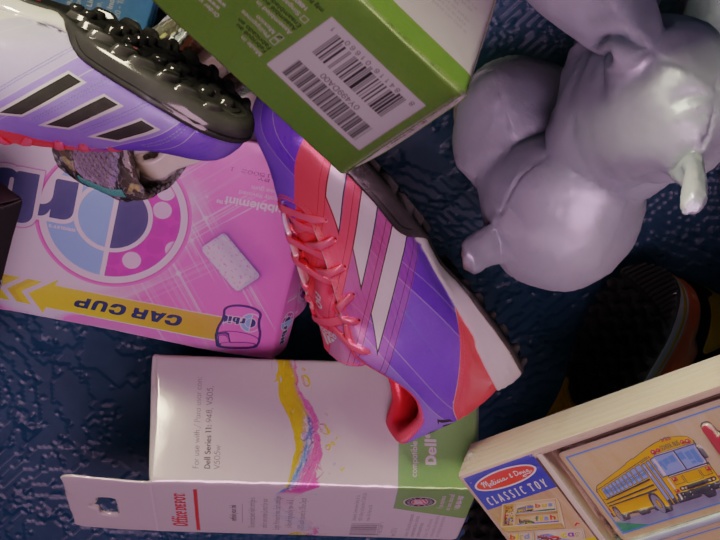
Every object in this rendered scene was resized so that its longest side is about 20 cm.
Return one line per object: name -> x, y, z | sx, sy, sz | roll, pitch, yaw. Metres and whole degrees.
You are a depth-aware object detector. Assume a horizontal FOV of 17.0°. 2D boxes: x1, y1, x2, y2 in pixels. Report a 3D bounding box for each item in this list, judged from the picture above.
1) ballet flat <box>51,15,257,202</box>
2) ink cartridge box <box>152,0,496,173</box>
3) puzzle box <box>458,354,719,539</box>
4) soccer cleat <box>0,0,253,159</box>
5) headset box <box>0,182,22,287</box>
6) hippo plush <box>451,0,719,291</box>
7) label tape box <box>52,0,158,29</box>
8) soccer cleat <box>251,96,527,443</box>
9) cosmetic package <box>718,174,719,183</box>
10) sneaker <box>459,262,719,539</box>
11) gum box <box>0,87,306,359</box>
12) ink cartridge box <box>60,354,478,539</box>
ballet flat -> -0.052, -0.106, 1.078 | 0.072, 0.072, 0.200 | 44, 82, -22
ink cartridge box -> -0.009, -0.164, 1.030 | 0.148, 0.200, 0.076 | 42, 129, -21
puzzle box -> 0.160, 0.105, 1.099 | 0.199, 0.025, 0.133 | -23, 115, 34
soccer cleat -> -0.139, -0.081, 1.018 | 0.199, 0.068, 0.073 | 24, 103, 13
headset box -> -0.248, -0.004, 1.107 | 0.200, 0.075, 0.149 | 35, 121, 27
hippo plush -> 0.129, -0.063, 1.107 | 0.159, 0.201, 0.161 | -4, 146, -34
label tape box -> -0.177, -0.181, 1.078 | 0.199, 0.063, 0.145 | 15, 117, -9
soccer cleat -> 0.000, 0.000, 1.082 | 0.073, 0.068, 0.200 | -39, 126, -1
cosmetic package -> 0.301, 0.018, 1.137 | 0.199, 0.168, 0.167 | -22, 118, 10
sneaker -> 0.131, 0.096, 1.220 | 0.090, 0.070, 0.201 | 20, 106, -36
gum box -> -0.116, -0.036, 1.157 | 0.199, 0.066, 0.114 | 11, 117, -7
ink cartridge box -> -0.045, 0.088, 1.196 | 0.199, 0.068, 0.117 | 2, 162, -3
